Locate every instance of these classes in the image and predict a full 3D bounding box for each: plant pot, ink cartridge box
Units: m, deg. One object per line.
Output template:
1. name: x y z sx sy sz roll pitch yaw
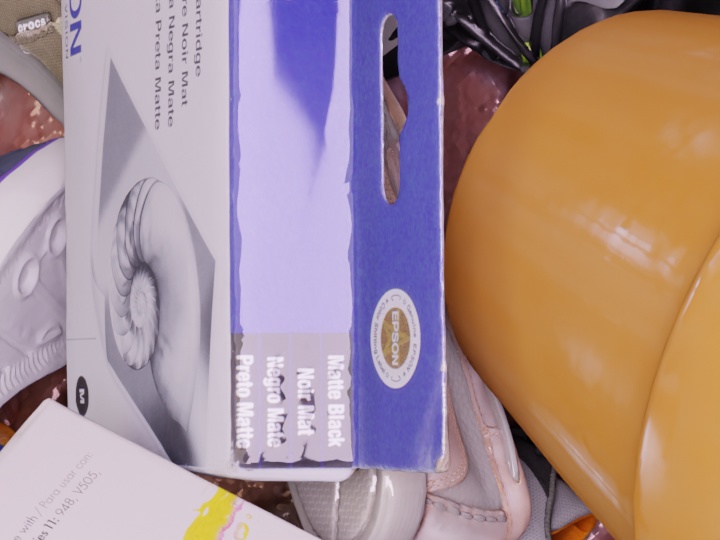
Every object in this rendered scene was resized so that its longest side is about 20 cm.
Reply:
1. plant pot: 0.124 0.015 0.686 0.183 0.200 0.201 33 103 49
2. ink cartridge box: -0.038 -0.040 0.741 0.200 0.040 0.201 -7 84 64
3. ink cartridge box: -0.056 0.115 0.734 0.199 0.117 0.067 25 54 19

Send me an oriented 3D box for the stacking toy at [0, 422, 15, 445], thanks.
1. stacking toy: -0.180 0.040 0.941 0.200 0.110 0.116 34 119 21

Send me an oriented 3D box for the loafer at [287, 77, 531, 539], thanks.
1. loafer: 0.000 0.000 0.784 0.072 0.063 0.201 -46 48 45

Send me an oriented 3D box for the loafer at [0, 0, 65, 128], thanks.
1. loafer: -0.081 -0.085 0.881 0.200 0.075 0.070 30 110 24

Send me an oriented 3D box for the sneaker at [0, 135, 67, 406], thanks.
1. sneaker: -0.175 -0.003 0.869 0.146 0.200 0.081 16 128 20

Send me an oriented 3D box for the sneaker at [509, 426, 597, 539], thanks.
1. sneaker: 0.026 0.065 0.814 0.079 0.074 0.201 -27 64 2

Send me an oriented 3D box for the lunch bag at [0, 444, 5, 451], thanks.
1. lunch bag: -0.106 0.147 0.854 0.199 0.076 0.161 25 102 15

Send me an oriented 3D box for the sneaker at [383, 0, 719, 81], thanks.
1. sneaker: 0.061 -0.087 0.800 0.199 0.071 0.083 -11 72 30
